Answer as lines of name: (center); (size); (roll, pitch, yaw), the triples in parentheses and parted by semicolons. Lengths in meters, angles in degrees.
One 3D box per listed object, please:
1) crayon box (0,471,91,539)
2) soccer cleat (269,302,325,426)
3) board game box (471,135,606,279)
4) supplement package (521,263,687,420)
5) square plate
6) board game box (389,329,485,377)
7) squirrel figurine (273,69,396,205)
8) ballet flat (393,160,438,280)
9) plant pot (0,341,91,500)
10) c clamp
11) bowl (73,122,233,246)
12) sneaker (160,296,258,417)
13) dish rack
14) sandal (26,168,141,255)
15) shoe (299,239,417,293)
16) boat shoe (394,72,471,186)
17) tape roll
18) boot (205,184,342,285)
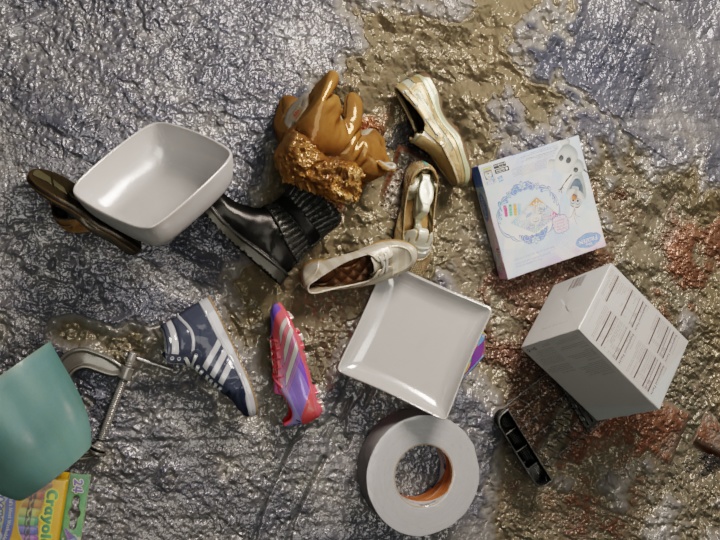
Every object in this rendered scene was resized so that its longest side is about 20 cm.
crayon box: (-0.520, 0.366, 1.381); (0.197, 0.052, 0.128); (9, 89, -15)
soccer cleat: (-0.118, 0.154, 1.473); (0.076, 0.067, 0.203); (-19, 99, -8)
board game box: (0.310, -0.110, 1.582); (0.197, 0.043, 0.202); (-17, 95, -13)
supplement package: (0.412, 0.125, 1.540); (0.200, 0.151, 0.151); (42, 60, -12)
square plate: (0.089, 0.115, 1.498); (0.196, 0.028, 0.202); (23, 78, 11)
board game box: (0.128, 0.133, 1.544); (0.200, 0.039, 0.158); (-45, 101, -8)
squirrel figurine: (-0.038, -0.181, 1.439); (0.186, 0.141, 0.202); (35, 52, -31)
ballet flat: (0.095, -0.083, 1.517); (0.069, 0.065, 0.203); (1, 92, -14)
plant pot: (-0.483, 0.227, 1.306); (0.200, 0.200, 0.162); (-36, 97, -10)
c clamp: (-0.408, 0.209, 1.417); (0.169, 0.027, 0.202); (27, 86, -12)
bowl: (-0.300, -0.123, 1.359); (0.200, 0.198, 0.075); (-48, 145, -27)
sneaker: (-0.243, 0.154, 1.435); (0.107, 0.070, 0.202); (-25, 91, -17)
dish rack: (0.340, 0.258, 1.595); (0.199, 0.054, 0.154); (-35, 100, -11)
sandal: (-0.427, -0.080, 1.391); (0.199, 0.082, 0.055); (37, 105, -19)
shoe: (0.000, 0.000, 1.482); (0.197, 0.053, 0.071); (-13, 113, -2)
boat shoe: (0.114, -0.224, 1.514); (0.076, 0.072, 0.202); (-26, 87, -25)
tape roll: (0.097, 0.337, 1.530); (0.197, 0.066, 0.204); (0, 92, -13)
boot: (-0.147, -0.099, 1.449); (0.211, 0.079, 0.158); (43, 84, -17)
